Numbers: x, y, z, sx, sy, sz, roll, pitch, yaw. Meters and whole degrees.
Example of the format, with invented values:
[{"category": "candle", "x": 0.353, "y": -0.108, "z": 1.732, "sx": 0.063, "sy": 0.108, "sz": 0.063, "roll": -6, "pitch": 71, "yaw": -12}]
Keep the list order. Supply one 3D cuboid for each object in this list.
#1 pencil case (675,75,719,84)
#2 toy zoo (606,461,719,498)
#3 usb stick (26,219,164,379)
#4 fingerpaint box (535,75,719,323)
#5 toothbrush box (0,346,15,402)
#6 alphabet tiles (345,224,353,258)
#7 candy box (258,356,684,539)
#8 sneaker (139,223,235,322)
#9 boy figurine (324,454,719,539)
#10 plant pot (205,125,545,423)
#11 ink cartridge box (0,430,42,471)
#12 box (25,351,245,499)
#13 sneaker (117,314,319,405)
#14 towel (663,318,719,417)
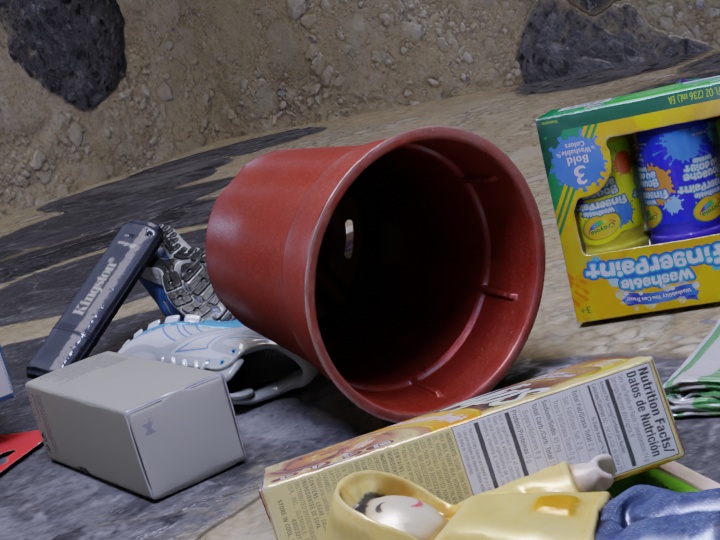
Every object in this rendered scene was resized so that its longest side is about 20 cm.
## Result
[{"category": "pencil case", "x": 0.504, "y": -0.221, "z": 1.727, "sx": 0.200, "sy": 0.085, "sz": 0.092, "roll": -7, "pitch": 29, "yaw": 30}, {"category": "toy zoo", "x": 0.086, "y": 0.142, "z": 0.644, "sx": 0.200, "sy": 0.021, "sz": 0.131, "roll": -17, "pitch": 11, "yaw": -14}, {"category": "usb stick", "x": -0.262, "y": 0.032, "z": 1.345, "sx": 0.055, "sy": 0.033, "sz": 0.200, "roll": 6, "pitch": 54, "yaw": 38}, {"category": "fingerpaint box", "x": 0.252, "y": -0.060, "z": 1.044, "sx": 0.200, "sy": 0.167, "sz": 0.073, "roll": -9, "pitch": 10, "yaw": 21}, {"category": "toothbrush box", "x": -0.407, "y": 0.082, "z": 1.159, "sx": 0.146, "sy": 0.085, "sz": 0.200, "roll": -21, "pitch": 16, "yaw": -32}, {"category": "alphabet tiles", "x": 0.000, "y": 0.000, "z": 1.230, "sx": 0.200, "sy": 0.015, "sz": 0.196, "roll": -21, "pitch": -19, "yaw": -31}, {"category": "candy box", "x": 0.051, "y": 0.099, "z": 0.692, "sx": 0.200, "sy": 0.055, "sz": 0.115, "roll": -19, "pitch": -2, "yaw": -5}, {"category": "sneaker", "x": -0.167, "y": 0.023, "z": 1.389, "sx": 0.079, "sy": 0.089, "sz": 0.200, "roll": -39, "pitch": 40, "yaw": -15}, {"category": "boy figurine", "x": 0.079, "y": 0.112, "z": 0.583, "sx": 0.200, "sy": 0.065, "sz": 0.124, "roll": -6, "pitch": 16, "yaw": 26}, {"category": "plant pot", "x": -0.006, "y": -0.009, "z": 0.980, "sx": 0.200, "sy": 0.201, "sz": 0.195, "roll": -21, "pitch": 19, "yaw": -30}, {"category": "ink cartridge box", "x": -0.373, "y": 0.151, "z": 1.109, "sx": 0.200, "sy": 0.050, "sz": 0.161, "roll": -12, "pitch": 11, "yaw": 20}, {"category": "box", "x": -0.171, "y": 0.110, "z": 1.001, "sx": 0.082, "sy": 0.069, "sz": 0.200, "roll": -21, "pitch": 13, "yaw": -30}, {"category": "sneaker", "x": -0.120, "y": 0.078, "z": 1.093, "sx": 0.200, "sy": 0.075, "sz": 0.087, "roll": -12, "pitch": 17, "yaw": 13}, {"category": "towel", "x": 0.299, "y": 0.049, "z": 0.825, "sx": 0.200, "sy": 0.023, "sz": 0.152, "roll": -7, "pitch": 12, "yaw": 32}]
